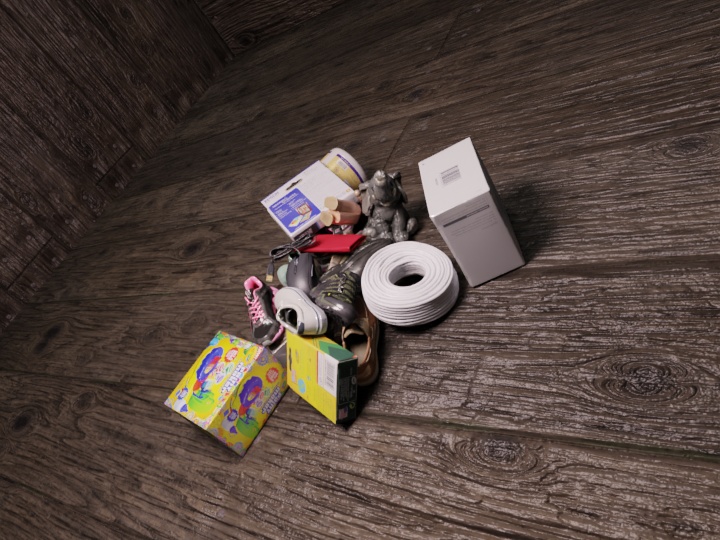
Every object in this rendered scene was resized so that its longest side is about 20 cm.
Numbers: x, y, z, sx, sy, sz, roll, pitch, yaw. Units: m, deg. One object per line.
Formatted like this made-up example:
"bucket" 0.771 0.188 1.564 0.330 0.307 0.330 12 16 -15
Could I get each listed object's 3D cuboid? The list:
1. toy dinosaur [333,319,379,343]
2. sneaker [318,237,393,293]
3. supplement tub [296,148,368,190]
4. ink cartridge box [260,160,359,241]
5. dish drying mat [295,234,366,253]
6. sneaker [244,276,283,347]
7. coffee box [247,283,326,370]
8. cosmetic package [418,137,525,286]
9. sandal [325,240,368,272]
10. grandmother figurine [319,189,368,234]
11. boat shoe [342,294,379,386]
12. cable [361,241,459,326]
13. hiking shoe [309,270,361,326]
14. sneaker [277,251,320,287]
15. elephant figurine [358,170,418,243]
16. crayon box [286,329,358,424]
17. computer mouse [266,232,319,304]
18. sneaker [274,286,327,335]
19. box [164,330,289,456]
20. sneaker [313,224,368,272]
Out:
"toy dinosaur" 0.021 0.083 1.243 0.199 0.048 0.088 -37 49 2
"sneaker" 0.000 0.000 1.310 0.199 0.091 0.076 -36 2 12
"supplement tub" -0.091 -0.225 1.604 0.200 0.146 0.145 -46 35 -9
"ink cartridge box" -0.133 -0.177 1.476 0.197 0.047 0.200 -36 43 -8
"dish drying mat" -0.084 -0.064 1.377 0.199 0.018 0.077 0 33 38
"sneaker" -0.227 0.087 1.281 0.079 0.096 0.201 -31 37 9
"coffee box" -0.174 0.131 1.336 0.114 0.080 0.200 -43 35 -6
"cosmetic package" 0.221 -0.117 1.145 0.122 0.200 0.200 -23 37 17
"sandal" -0.042 0.005 1.377 0.080 0.054 0.201 27 77 7
"grandmother figurine" -0.012 -0.135 1.409 0.061 0.199 0.122 42 118 32
"boat shoe" -0.002 0.128 1.154 0.075 0.072 0.201 -17 52 10
"cable" 0.100 0.023 1.175 0.198 0.070 0.201 -3 42 14
"hiking shoe" -0.041 0.043 1.163 0.101 0.076 0.200 -48 23 -3
"sneaker" -0.158 -0.009 1.434 0.073 0.119 0.200 -33 34 -24
"elephant figurine" 0.059 -0.170 1.339 0.141 0.201 0.154 -35 35 -32
"crayon box" -0.080 0.199 1.134 0.050 0.128 0.199 -8 18 -35
"computer mouse" -0.163 0.007 1.312 0.139 0.046 0.201 -20 55 20
"sneaker" -0.143 0.080 1.193 0.199 0.070 0.074 21 107 55
"box" -0.284 0.262 1.255 0.192 0.122 0.201 8 56 46
"sneaker" -0.049 -0.093 1.467 0.080 0.087 0.201 6 54 44
